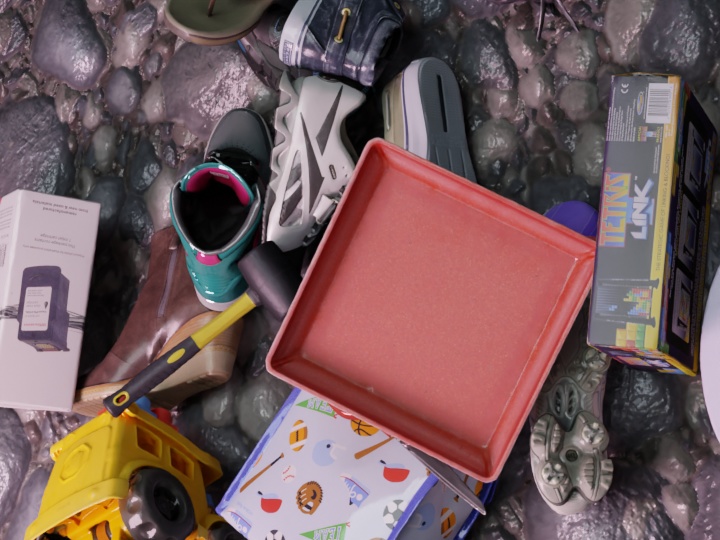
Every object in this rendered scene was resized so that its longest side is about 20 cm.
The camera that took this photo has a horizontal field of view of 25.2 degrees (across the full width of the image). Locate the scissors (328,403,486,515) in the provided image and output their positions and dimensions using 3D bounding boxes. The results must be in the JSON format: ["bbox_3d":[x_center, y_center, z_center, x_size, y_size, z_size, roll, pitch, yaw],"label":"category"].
[{"bbox_3d":[0.027,0.129,1.267,0.073,0.014,0.200,-27,53,-3],"label":"scissors"}]

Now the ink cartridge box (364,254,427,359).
[{"bbox_3d":[0.000,0.000,1.346,0.100,0.039,0.200,-60,14,6],"label":"ink cartridge box"}]

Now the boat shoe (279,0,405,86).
[{"bbox_3d":[0.006,-0.243,1.434,0.091,0.071,0.201,20,58,8],"label":"boat shoe"}]

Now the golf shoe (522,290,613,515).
[{"bbox_3d":[0.160,0.096,1.275,0.078,0.097,0.201,6,68,3],"label":"golf shoe"}]

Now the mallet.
[{"bbox_3d":[-0.127,0.064,1.362,0.200,0.041,0.066,-45,83,-1],"label":"mallet"}]

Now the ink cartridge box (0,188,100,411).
[{"bbox_3d":[-0.317,0.033,1.542,0.145,0.084,0.201,171,107,-66],"label":"ink cartridge box"}]

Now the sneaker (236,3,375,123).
[{"bbox_3d":[-0.061,-0.204,1.493,0.082,0.073,0.200,-34,64,-4],"label":"sneaker"}]

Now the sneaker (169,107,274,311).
[{"bbox_3d":[-0.121,-0.077,1.438,0.083,0.121,0.201,2,65,3],"label":"sneaker"}]

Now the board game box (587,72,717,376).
[{"bbox_3d":[0.222,-0.030,1.215,0.057,0.165,0.201,4,81,21],"label":"board game box"}]

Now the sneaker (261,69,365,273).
[{"bbox_3d":[-0.037,-0.068,1.404,0.088,0.074,0.201,9,107,3],"label":"sneaker"}]

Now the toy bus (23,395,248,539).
[{"bbox_3d":[-0.182,0.202,1.426,0.136,0.200,0.192,-32,36,27],"label":"toy bus"}]

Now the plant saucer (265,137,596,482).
[{"bbox_3d":[0.057,0.029,1.231,0.199,0.037,0.200,26,96,8],"label":"plant saucer"}]

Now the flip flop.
[{"bbox_3d":[-0.097,-0.270,1.463,0.200,0.058,0.081,-34,58,-24],"label":"flip flop"}]

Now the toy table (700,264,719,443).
[{"bbox_3d":[0.327,0.062,1.165,0.183,0.117,0.201,13,88,32],"label":"toy table"}]

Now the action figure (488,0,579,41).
[{"bbox_3d":[0.142,-0.300,1.362,0.119,0.102,0.201,-15,71,16],"label":"action figure"}]

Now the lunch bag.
[{"bbox_3d":[0.012,0.166,1.327,0.170,0.124,0.200,30,90,34],"label":"lunch bag"}]

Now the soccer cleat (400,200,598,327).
[{"bbox_3d":[0.114,0.003,1.299,0.200,0.073,0.068,-35,58,-8],"label":"soccer cleat"}]

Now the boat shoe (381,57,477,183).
[{"bbox_3d":[0.058,-0.084,1.396,0.062,0.072,0.201,-24,63,51],"label":"boat shoe"}]

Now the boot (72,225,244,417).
[{"bbox_3d":[-0.193,0.046,1.523,0.200,0.072,0.167,-18,59,28],"label":"boot"}]
